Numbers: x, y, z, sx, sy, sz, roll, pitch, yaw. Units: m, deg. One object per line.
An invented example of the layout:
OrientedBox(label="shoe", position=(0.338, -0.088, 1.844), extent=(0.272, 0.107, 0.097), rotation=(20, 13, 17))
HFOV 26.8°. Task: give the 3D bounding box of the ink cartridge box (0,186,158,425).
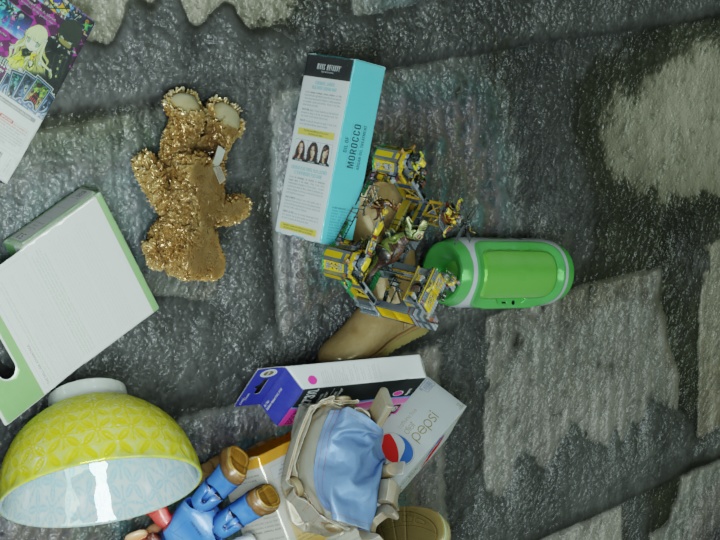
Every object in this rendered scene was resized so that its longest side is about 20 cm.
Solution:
OrientedBox(label="ink cartridge box", position=(-0.308, 0.033, 1.480), extent=(0.200, 0.048, 0.146), rotation=(-38, 122, -26))

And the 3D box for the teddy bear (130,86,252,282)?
OrientedBox(label="teddy bear", position=(-0.176, -0.089, 1.564), extent=(0.144, 0.066, 0.202), rotation=(-13, 102, -48))

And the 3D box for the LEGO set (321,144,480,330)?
OrientedBox(label="LEGO set", position=(0.058, -0.032, 1.641), extent=(0.201, 0.115, 0.154), rotation=(-59, 145, -28))

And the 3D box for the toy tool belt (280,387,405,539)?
OrientedBox(label="toy tool belt", position=(-0.015, 0.227, 1.567), extent=(0.124, 0.122, 0.202), rotation=(24, 59, -38))

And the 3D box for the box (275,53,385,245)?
OrientedBox(label="box", position=(-0.034, -0.132, 1.656), extent=(0.049, 0.082, 0.202), rotation=(8, 95, -43))

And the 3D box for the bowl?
OrientedBox(label="bowl", position=(-0.262, 0.171, 1.491), extent=(0.199, 0.200, 0.109), rotation=(11, 56, -41))

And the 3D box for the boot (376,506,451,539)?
OrientedBox(label="boot", position=(0.059, 0.343, 1.789), extent=(0.154, 0.199, 0.073), rotation=(26, 46, -42))

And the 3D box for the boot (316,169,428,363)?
OrientedBox(label="boot", position=(0.000, 0.000, 1.733), extent=(0.175, 0.066, 0.202), rotation=(-29, 117, -41))

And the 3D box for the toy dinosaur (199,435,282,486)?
OrientedBox(label="toy dinosaur", position=(-0.155, 0.227, 1.663), extent=(0.199, 0.060, 0.107), rotation=(-6, 83, -48))

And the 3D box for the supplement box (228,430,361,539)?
OrientedBox(label="supplement box", position=(-0.059, 0.281, 1.647), extent=(0.126, 0.073, 0.202), rotation=(-20, 90, -48))

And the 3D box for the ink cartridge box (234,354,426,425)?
OrientedBox(label="ink cartridge box", position=(-0.033, 0.134, 1.683), extent=(0.198, 0.095, 0.037), rotation=(-1, 60, -25))

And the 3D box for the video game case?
OrientedBox(label="video game case", position=(-0.362, -0.206, 1.385), extent=(0.200, 0.036, 0.182), rotation=(35, 77, -40))

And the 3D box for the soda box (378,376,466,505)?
OrientedBox(label="soda box", position=(0.043, 0.211, 1.763), extent=(0.200, 0.063, 0.068), rotation=(-41, 163, -47))

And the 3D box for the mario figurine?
OrientedBox(label="mario figurine", position=(-0.180, 0.266, 1.591), extent=(0.199, 0.124, 0.106), rotation=(-37, 148, 16))

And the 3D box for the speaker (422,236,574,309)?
OrientedBox(label="speaker", position=(0.172, 0.002, 1.862), extent=(0.199, 0.088, 0.089), rotation=(0, 100, -41))
